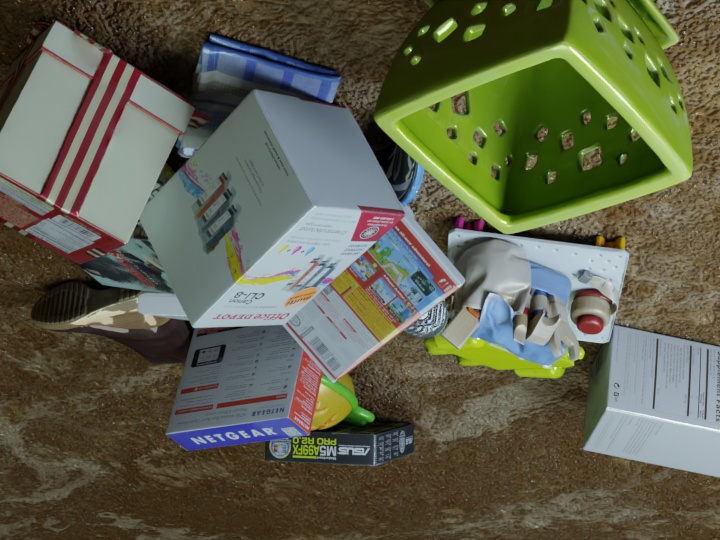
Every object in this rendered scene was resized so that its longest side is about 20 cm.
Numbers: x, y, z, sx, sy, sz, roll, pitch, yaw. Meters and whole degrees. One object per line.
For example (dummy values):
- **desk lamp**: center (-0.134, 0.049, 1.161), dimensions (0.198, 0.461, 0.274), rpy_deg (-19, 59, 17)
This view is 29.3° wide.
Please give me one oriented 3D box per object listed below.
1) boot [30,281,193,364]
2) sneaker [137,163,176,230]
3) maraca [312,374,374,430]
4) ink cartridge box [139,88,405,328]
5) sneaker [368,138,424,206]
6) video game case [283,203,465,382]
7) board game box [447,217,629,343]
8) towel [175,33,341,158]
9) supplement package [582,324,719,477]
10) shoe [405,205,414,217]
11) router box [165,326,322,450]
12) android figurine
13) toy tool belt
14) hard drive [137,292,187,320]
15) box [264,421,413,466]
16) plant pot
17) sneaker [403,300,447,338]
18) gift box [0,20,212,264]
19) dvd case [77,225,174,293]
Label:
- **boot**: center (-0.321, 0.083, 1.839), dimensions (0.199, 0.073, 0.167), rpy_deg (-8, 142, 23)
- **sneaker**: center (-0.199, -0.055, 1.559), dimensions (0.078, 0.091, 0.200), rpy_deg (-21, 128, 9)
- **maraca**: center (-0.062, 0.166, 1.857), dimensions (0.137, 0.107, 0.200), rpy_deg (7, 157, 35)
- **ink cartridge box**: center (-0.091, -0.055, 1.371), dimensions (0.200, 0.145, 0.145), rpy_deg (-42, 155, 30)
- **sneaker**: center (0.003, -0.099, 1.442), dimensions (0.082, 0.071, 0.199), rpy_deg (21, 151, -27)
- **video game case**: center (-0.007, 0.013, 1.446), dimensions (0.200, 0.017, 0.143), rpy_deg (-39, 94, 31)
- **board game box**: center (0.200, 0.013, 1.600), dimensions (0.199, 0.026, 0.200), rpy_deg (8, 149, 7)
- **towel**: center (-0.109, -0.159, 1.429), dimensions (0.146, 0.024, 0.200), rpy_deg (15, 148, -8)
- **supplement package**: center (0.386, 0.163, 1.688), dimensions (0.199, 0.120, 0.121), rpy_deg (12, 147, 0)
- **shoe**: center (0.000, 0.000, 1.582), dimensions (0.071, 0.091, 0.200), rpy_deg (21, 147, -16)
- **router box**: center (-0.140, 0.129, 1.752), dimensions (0.199, 0.180, 0.049), rpy_deg (-11, 142, 33)
- **android figurine**: center (0.178, 0.094, 1.680), dimensions (0.199, 0.041, 0.182), rpy_deg (-3, 161, 44)
- **toy tool belt**: center (0.186, 0.059, 1.536), dimensions (0.199, 0.123, 0.125), rpy_deg (20, 148, -13)
- **hard drive**: center (-0.163, 0.044, 1.576), dimensions (0.131, 0.026, 0.200), rpy_deg (2, 177, 7)
- **box**: center (-0.026, 0.239, 1.930), dimensions (0.159, 0.045, 0.200), rpy_deg (1, 179, 17)
- **plant pot**: center (0.154, -0.172, 1.169), dimensions (0.198, 0.182, 0.200), rpy_deg (-17, 138, 38)
- **sneaker**: center (0.011, 0.003, 1.500), dimensions (0.200, 0.076, 0.076), rpy_deg (36, 178, 7)
- **gift box**: center (-0.273, -0.130, 1.369), dimensions (0.184, 0.188, 0.200), rpy_deg (32, 158, -27)
- **dvd case**: center (-0.284, -0.016, 1.671), dimensions (0.199, 0.022, 0.146), rpy_deg (5, 154, 34)
